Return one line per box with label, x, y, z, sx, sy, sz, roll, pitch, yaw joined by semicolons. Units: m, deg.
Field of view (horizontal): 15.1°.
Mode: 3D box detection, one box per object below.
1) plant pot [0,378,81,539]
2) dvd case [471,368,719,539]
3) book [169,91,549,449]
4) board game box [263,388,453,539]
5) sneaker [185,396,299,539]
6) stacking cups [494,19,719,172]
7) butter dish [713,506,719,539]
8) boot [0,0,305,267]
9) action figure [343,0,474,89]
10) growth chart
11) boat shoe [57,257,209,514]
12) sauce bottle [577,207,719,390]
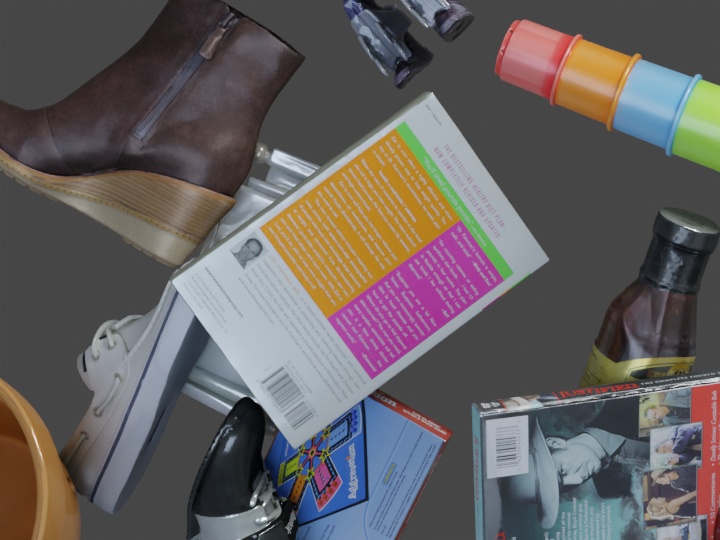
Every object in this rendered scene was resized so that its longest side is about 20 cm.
plant pot;-0.267;0.157;1.732;0.200;0.140;0.200;-3;78;16
dvd case;0.168;0.135;1.671;0.200;0.022;0.146;-8;113;-12
book;0.000;0.000;1.696;0.200;0.048;0.134;-36;97;-2
board game box;-0.025;0.163;1.785;0.103;0.019;0.200;29;116;7
sneaker;-0.067;0.173;1.756;0.088;0.074;0.200;18;123;14
stacking cups;0.178;-0.099;1.649;0.200;0.061;0.061;20;108;11
butter dish;0.269;0.179;1.620;0.148;0.200;0.200;-20;103;29
boot;-0.151;-0.115;1.754;0.200;0.072;0.166;30;95;13
action figure;-0.017;-0.209;1.679;0.200;0.069;0.130;47;116;5
growth chart;-0.051;0.018;1.769;0.145;0.018;0.200;32;110;7
boat shoe;-0.152;0.066;1.771;0.070;0.071;0.200;30;122;6
sauce bottle;0.172;0.059;1.687;0.066;0.066;0.200;20;110;11
